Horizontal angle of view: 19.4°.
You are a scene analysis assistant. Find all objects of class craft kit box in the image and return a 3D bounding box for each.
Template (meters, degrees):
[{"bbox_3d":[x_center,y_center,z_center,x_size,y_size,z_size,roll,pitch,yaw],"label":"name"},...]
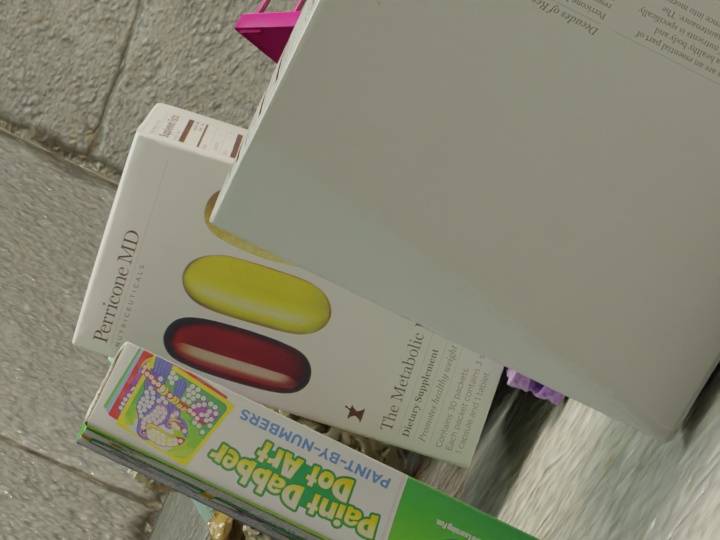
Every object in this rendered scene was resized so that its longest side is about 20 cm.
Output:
[{"bbox_3d":[-0.034,0.100,0.974,0.049,0.200,0.198,-65,6,-7],"label":"craft kit box"}]

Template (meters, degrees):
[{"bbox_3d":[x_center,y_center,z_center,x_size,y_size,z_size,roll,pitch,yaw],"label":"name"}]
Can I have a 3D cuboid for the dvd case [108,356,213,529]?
[{"bbox_3d":[-0.075,0.083,1.348,0.022,0.146,0.200,-29,5,25],"label":"dvd case"}]

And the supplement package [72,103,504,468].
[{"bbox_3d":[-0.027,0.005,1.037,0.110,0.200,0.114,-91,18,-78],"label":"supplement package"}]

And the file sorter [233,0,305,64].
[{"bbox_3d":[0.044,-0.176,1.431,0.200,0.139,0.125,7,64,54],"label":"file sorter"}]

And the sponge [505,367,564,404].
[{"bbox_3d":[0.125,-0.042,1.000,0.112,0.030,0.200,-82,18,-72],"label":"sponge"}]

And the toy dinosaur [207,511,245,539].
[{"bbox_3d":[-0.037,0.201,1.072,0.200,0.058,0.101,45,156,48],"label":"toy dinosaur"}]

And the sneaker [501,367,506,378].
[{"bbox_3d":[0.000,0.000,1.151,0.199,0.114,0.076,25,69,42],"label":"sneaker"}]

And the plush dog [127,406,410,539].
[{"bbox_3d":[-0.026,0.126,1.188,0.160,0.200,0.172,-22,1,-24],"label":"plush dog"}]

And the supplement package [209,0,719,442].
[{"bbox_3d":[0.077,-0.083,0.786,0.200,0.191,0.147,-62,5,20],"label":"supplement package"}]
